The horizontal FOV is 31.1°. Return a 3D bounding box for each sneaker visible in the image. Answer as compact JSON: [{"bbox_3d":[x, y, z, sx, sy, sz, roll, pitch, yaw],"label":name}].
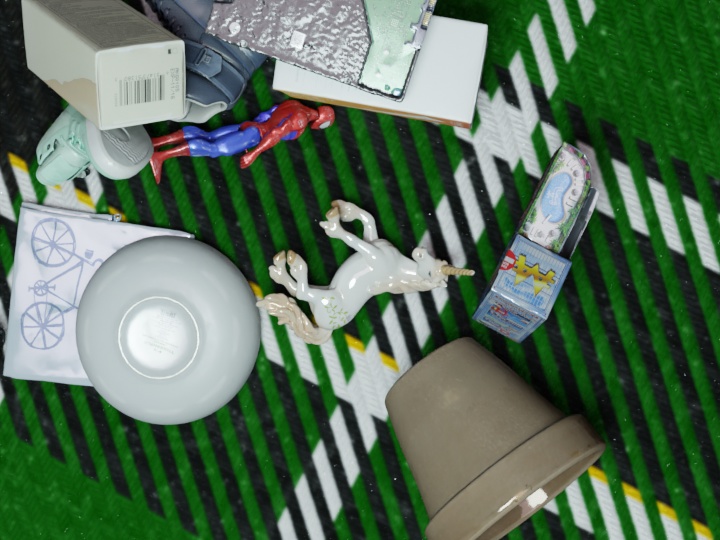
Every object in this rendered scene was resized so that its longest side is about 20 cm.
[{"bbox_3d":[-0.197,-0.241,1.322,0.201,0.077,0.147,30,79,2],"label":"sneaker"},{"bbox_3d":[-0.275,-0.113,1.307,0.074,0.201,0.118,35,105,-28],"label":"sneaker"}]

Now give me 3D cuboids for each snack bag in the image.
[{"bbox_3d":[-0.279,0.032,1.389,0.198,0.021,0.191,7,95,2],"label":"snack bag"}]

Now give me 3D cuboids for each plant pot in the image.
[{"bbox_3d":[0.117,0.166,1.292,0.200,0.200,0.175,-37,73,6],"label":"plant pot"}]

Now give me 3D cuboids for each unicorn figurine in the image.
[{"bbox_3d":[0.000,0.000,1.336,0.200,0.074,0.137,-40,102,19],"label":"unicorn figurine"}]

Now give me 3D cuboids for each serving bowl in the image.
[{"bbox_3d":[-0.204,0.065,1.346,0.198,0.066,0.202,0,94,1],"label":"serving bowl"}]

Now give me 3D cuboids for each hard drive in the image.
[{"bbox_3d":[-0.031,-0.254,1.206,0.198,0.038,0.141,19,101,1],"label":"hard drive"}]

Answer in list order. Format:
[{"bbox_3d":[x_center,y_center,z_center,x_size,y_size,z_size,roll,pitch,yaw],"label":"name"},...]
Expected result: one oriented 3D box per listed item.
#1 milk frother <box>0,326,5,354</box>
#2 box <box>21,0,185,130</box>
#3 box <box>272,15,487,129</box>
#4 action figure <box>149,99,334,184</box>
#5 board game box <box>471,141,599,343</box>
[{"bbox_3d":[-0.502,0.100,1.324,0.187,0.200,0.182,28,99,3],"label":"milk frother"},{"bbox_3d":[-0.255,-0.213,1.273,0.094,0.200,0.078,-13,121,-29],"label":"box"},{"bbox_3d":[0.023,-0.208,1.296,0.198,0.124,0.099,10,95,5],"label":"box"},{"bbox_3d":[-0.121,-0.137,1.339,0.198,0.065,0.052,-18,116,-8],"label":"action figure"},{"bbox_3d":[0.175,-0.020,1.256,0.061,0.200,0.201,26,96,4],"label":"board game box"}]
